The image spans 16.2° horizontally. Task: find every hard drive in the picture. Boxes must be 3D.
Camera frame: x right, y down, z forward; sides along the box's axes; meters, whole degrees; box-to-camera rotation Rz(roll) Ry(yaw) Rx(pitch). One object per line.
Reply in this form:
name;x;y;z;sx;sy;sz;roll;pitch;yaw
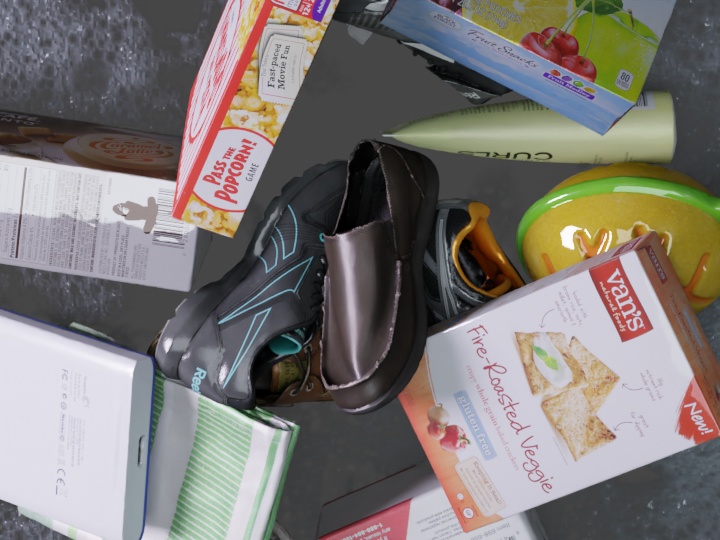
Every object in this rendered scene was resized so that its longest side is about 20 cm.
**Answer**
hard drive;-0.228;0.100;1.762;0.200;0.025;0.132;16;108;34

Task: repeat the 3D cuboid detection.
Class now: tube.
tube;0.113;-0.095;1.729;0.199;0.052;0.058;-1;144;-1

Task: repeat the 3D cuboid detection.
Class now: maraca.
maraca;0.205;-0.015;1.715;0.199;0.107;0.137;0;143;11

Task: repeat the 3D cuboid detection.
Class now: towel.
towel;-0.143;0.137;1.748;0.200;0.023;0.153;22;108;25

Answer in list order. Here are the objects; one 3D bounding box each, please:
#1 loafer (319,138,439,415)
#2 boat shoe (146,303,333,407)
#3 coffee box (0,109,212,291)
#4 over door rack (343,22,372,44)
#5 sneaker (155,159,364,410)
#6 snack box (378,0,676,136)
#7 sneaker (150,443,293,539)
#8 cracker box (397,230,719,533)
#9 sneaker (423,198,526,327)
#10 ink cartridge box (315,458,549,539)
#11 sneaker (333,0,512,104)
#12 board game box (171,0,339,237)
loafer;0.000;0.000;1.682;0.073;0.201;0.071;-16;144;35
boat shoe;-0.051;0.067;1.777;0.199;0.068;0.072;-6;104;5
coffee box;-0.202;-0.052;1.731;0.199;0.114;0.080;9;107;2
over door rack;-0.035;-0.268;1.697;0.200;0.067;0.148;34;104;-20
sneaker;-0.051;0.012;1.727;0.079;0.075;0.200;33;72;20
snack box;0.128;-0.216;1.641;0.168;0.068;0.200;25;68;-7
sneaker;-0.100;0.191;1.804;0.077;0.085;0.200;-28;102;10
cracker box;0.131;0.075;1.672;0.200;0.058;0.134;-25;95;25
sneaker;0.086;0.040;1.746;0.077;0.078;0.200;-18;106;42
ink cartridge box;0.075;0.239;1.807;0.144;0.084;0.200;-23;101;8
sneaker;0.066;-0.154;1.697;0.199;0.066;0.091;2;116;-20
board game box;-0.063;-0.145;1.631;0.046;0.152;0.200;18;124;-11
